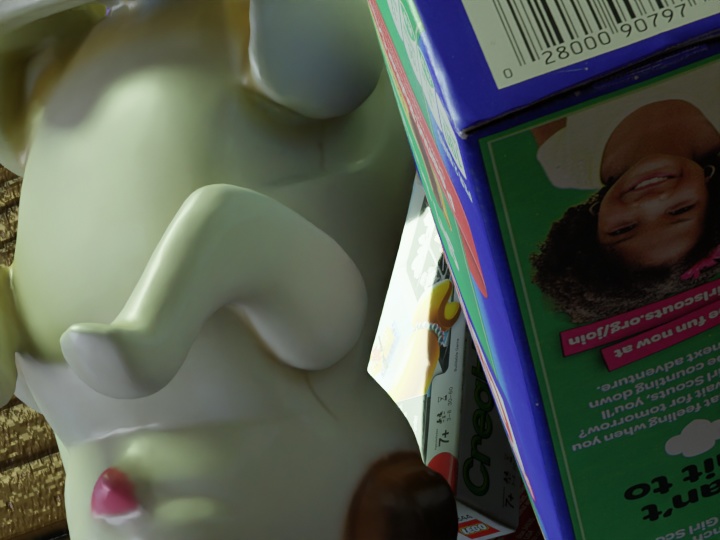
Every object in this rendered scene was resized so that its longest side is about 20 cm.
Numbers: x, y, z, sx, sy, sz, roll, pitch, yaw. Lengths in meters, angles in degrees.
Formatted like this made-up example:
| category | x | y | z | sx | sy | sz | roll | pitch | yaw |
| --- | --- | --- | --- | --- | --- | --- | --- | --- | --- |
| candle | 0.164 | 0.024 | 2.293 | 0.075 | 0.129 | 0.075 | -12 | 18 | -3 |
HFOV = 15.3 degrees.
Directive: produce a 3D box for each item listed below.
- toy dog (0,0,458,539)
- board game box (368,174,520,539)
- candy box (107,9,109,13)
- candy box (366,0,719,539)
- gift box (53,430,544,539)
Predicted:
| category | x | y | z | sx | sy | sz | roll | pitch | yaw |
| --- | --- | --- | --- | --- | --- | --- | --- | --- | --- |
| toy dog | -0.044 | 0.012 | 0.763 | 0.194 | 0.139 | 0.201 | 10 | -108 | -62 |
| board game box | 0.000 | 0.000 | 0.873 | 0.035 | 0.126 | 0.200 | 30 | -126 | -39 |
| candy box | -0.080 | -0.180 | 0.850 | 0.072 | 0.167 | 0.200 | -50 | -38 | -58 |
| candy box | 0.049 | -0.038 | 0.630 | 0.200 | 0.077 | 0.169 | 70 | -179 | -51 |
| gift box | 0.008 | 0.070 | 1.026 | 0.200 | 0.185 | 0.187 | 19 | -150 | -34 |
